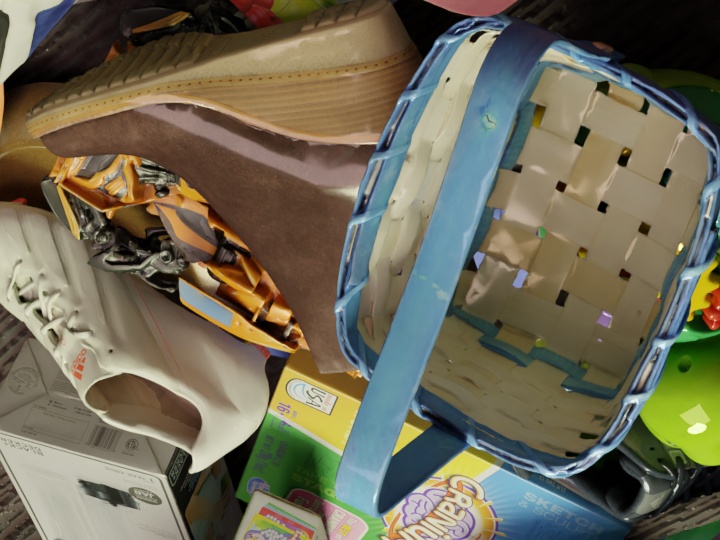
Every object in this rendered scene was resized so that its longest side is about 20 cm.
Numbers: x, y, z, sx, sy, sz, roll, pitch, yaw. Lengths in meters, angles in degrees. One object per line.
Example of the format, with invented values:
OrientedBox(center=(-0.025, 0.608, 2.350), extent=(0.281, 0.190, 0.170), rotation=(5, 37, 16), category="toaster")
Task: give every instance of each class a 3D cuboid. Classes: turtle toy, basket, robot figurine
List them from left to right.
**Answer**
OrientedBox(center=(-0.061, -0.040, 0.905), extent=(0.199, 0.058, 0.146), rotation=(29, 103, 2), category="robot figurine")
OrientedBox(center=(0.058, -0.005, 0.705), extent=(0.138, 0.200, 0.178), rotation=(25, 104, 14), category="basket")
OrientedBox(center=(0.146, -0.005, 0.847), extent=(0.144, 0.101, 0.201), rotation=(-5, 125, 29), category="turtle toy")

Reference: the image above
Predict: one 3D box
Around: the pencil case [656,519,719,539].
OrientedBox(center=(0.134, 0.179, 0.939), extent=(0.199, 0.092, 0.086), rotation=(-24, 96, 39), category="pencil case")

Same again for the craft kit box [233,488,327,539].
OrientedBox(center=(-0.072, 0.236, 1.041), extent=(0.048, 0.202, 0.198), rotation=(20, 166, 10), category="craft kit box")

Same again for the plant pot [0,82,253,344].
OrientedBox(center=(-0.141, -0.009, 1.013), extent=(0.199, 0.028, 0.201), rotation=(22, 135, 23), category="plant pot")

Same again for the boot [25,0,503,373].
OrientedBox(center=(-0.045, -0.025, 0.842), extent=(0.198, 0.072, 0.168), rotation=(-9, 112, 23), category="boot")

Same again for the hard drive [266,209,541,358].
OrientedBox(center=(0.000, 0.000, 0.976), extent=(0.198, 0.025, 0.133), rotation=(11, 131, 18), category="hard drive")

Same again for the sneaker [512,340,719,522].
OrientedBox(center=(0.158, 0.093, 0.929), extent=(0.198, 0.081, 0.074), rotation=(12, 134, 1), category="sneaker")

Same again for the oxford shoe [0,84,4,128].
OrientedBox(center=(-0.252, -0.066, 0.995), extent=(0.200, 0.072, 0.072), rotation=(-45, 67, 43), category="oxford shoe")

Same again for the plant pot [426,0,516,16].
OrientedBox(center=(0.058, -0.195, 0.634), extent=(0.199, 0.200, 0.179), rotation=(38, 118, -8), category="plant pot")

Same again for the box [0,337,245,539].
OrientedBox(center=(-0.136, 0.128, 1.091), extent=(0.115, 0.061, 0.201), rotation=(13, 148, 16), category="box")

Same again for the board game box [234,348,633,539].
OrientedBox(center=(0.040, 0.117, 1.022), extent=(0.198, 0.041, 0.154), rotation=(25, 144, 2), category="board game box")

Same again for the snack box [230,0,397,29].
OrientedBox(center=(-0.034, -0.207, 0.788), extent=(0.200, 0.068, 0.168), rotation=(43, 133, -15), category="snack box")

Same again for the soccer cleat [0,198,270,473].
OrientedBox(center=(-0.138, 0.030, 0.963), extent=(0.199, 0.078, 0.070), rotation=(31, 138, 14), category="soccer cleat")

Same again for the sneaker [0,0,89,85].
OrientedBox(center=(-0.157, -0.135, 0.813), extent=(0.081, 0.199, 0.115), rotation=(44, 91, -6), category="sneaker")
